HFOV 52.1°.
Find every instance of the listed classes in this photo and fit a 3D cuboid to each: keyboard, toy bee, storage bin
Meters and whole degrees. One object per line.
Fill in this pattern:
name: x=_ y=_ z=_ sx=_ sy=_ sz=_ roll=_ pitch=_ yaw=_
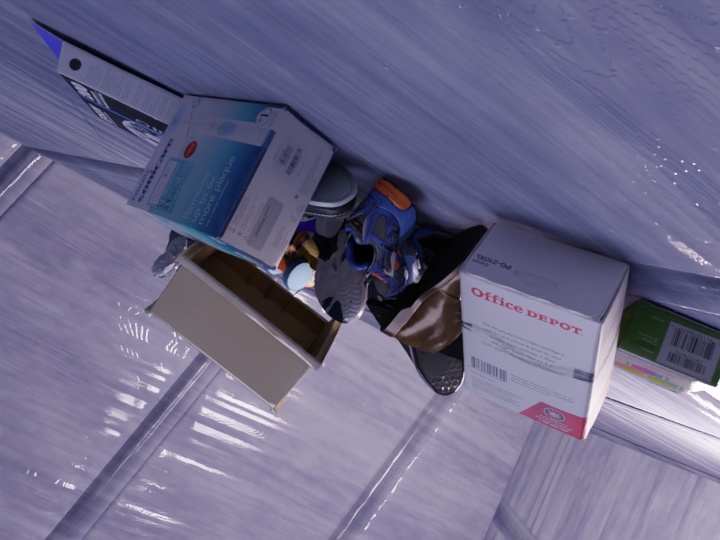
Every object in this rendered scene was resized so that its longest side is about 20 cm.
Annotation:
keyboard: x=0.095 y=0.066 z=0.961 sx=0.199 sy=0.040 sz=0.104 roll=15 pitch=148 yaw=42
toy bee: x=-0.088 y=-0.020 z=1.077 sx=0.131 sy=0.109 sz=0.200 roll=46 pitch=152 yaw=18
storage bin: x=-0.130 y=0.045 z=0.920 sx=0.200 sy=0.094 sz=0.199 roll=38 pitch=-159 yaw=-4

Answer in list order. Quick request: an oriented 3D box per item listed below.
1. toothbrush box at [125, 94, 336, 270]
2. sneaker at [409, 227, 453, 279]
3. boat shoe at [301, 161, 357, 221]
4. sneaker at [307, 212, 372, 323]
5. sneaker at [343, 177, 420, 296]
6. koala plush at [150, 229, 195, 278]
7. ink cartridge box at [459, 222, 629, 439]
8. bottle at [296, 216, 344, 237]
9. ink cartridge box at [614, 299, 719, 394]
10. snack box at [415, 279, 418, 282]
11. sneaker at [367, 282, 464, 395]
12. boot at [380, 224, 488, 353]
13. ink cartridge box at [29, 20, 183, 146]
toothbrush box: x=-0.144 y=-0.100 z=0.793 sx=0.200 sy=0.147 sz=0.085 roll=20 pitch=170 yaw=46
sneaker: x=0.135 y=0.008 z=0.902 sx=0.199 sy=0.077 sz=0.085 roll=26 pitch=169 yaw=-3
boat shoe: x=-0.068 y=-0.091 z=0.843 sx=0.200 sy=0.075 sz=0.061 roll=32 pitch=143 yaw=48
sneaker: x=0.000 y=0.000 z=0.988 sx=0.129 sy=0.079 sz=0.200 roll=28 pitch=-152 yaw=-40
sneaker: x=0.017 y=-0.025 z=0.848 sx=0.075 sy=0.078 sz=0.200 roll=45 pitch=163 yaw=27
koala plush: x=-0.235 y=-0.058 z=1.146 sx=0.183 sy=0.201 sz=0.177 roll=27 pitch=174 yaw=26
ink cartridge box: x=0.185 y=0.064 z=0.762 sx=0.144 sy=0.084 sz=0.201 roll=21 pitch=143 yaw=27
bottle: x=-0.115 y=-0.097 z=0.961 sx=0.199 sy=0.084 sz=0.065 roll=24 pitch=172 yaw=25
ink cartridge box: x=0.340 y=0.094 z=0.853 sx=0.103 sy=0.060 sz=0.200 roll=23 pitch=173 yaw=12
snack box: x=0.041 y=0.003 z=1.325 sx=0.116 sy=0.037 sz=0.200 roll=19 pitch=170 yaw=43
sneaker: x=0.080 y=0.086 z=1.116 sx=0.203 sy=0.077 sz=0.146 roll=61 pitch=172 yaw=-9
boot: x=0.103 y=0.025 z=0.844 sx=0.075 sy=0.074 sz=0.200 roll=32 pitch=134 yaw=-7
ink cartridge box: x=-0.311 y=-0.219 z=0.941 sx=0.199 sy=0.044 sz=0.198 roll=28 pitch=173 yaw=-4
